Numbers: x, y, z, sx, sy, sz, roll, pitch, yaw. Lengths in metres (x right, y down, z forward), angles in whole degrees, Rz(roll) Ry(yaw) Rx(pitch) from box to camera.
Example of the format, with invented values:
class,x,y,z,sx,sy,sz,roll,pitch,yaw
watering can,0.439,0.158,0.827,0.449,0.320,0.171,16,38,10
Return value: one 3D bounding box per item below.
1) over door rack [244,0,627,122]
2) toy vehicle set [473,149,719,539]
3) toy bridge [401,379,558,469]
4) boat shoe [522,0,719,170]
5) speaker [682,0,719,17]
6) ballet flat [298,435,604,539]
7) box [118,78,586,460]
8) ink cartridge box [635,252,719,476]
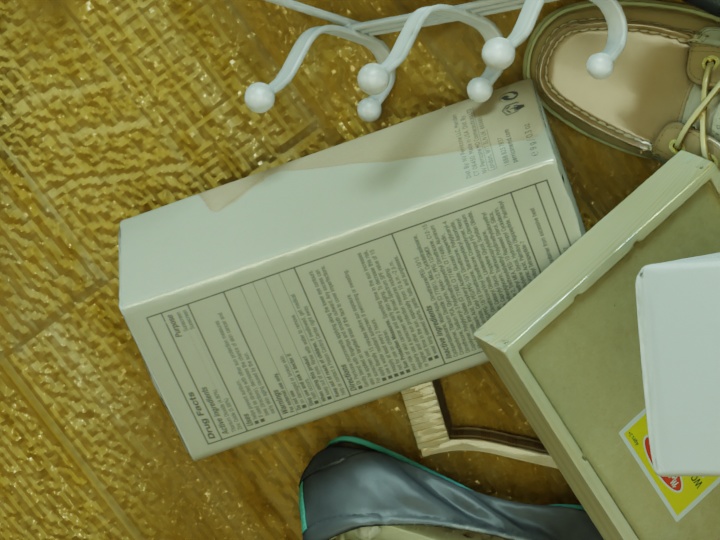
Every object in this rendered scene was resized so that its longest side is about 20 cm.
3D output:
class,x,y,z,sx,sy,sz,roll,pitch,yaw
over door rack,-0.008,-0.113,0.995,0.148,0.200,0.067,-7,65,42
toy vehicle set,0.147,0.063,1.065,0.124,0.027,0.200,-40,118,-12
toy bridge,0.123,0.055,1.120,0.200,0.027,0.067,-15,102,6
boat shoe,0.170,-0.070,1.074,0.200,0.066,0.074,15,101,0
speaker,0.138,-0.155,1.018,0.200,0.081,0.081,20,102,-26
ballet flat,0.064,0.136,1.114,0.200,0.073,0.073,17,101,1
box,0.000,0.000,1.078,0.200,0.078,0.095,-18,122,6
ink cartridge box,0.217,0.026,0.956,0.145,0.200,0.084,-4,92,32
